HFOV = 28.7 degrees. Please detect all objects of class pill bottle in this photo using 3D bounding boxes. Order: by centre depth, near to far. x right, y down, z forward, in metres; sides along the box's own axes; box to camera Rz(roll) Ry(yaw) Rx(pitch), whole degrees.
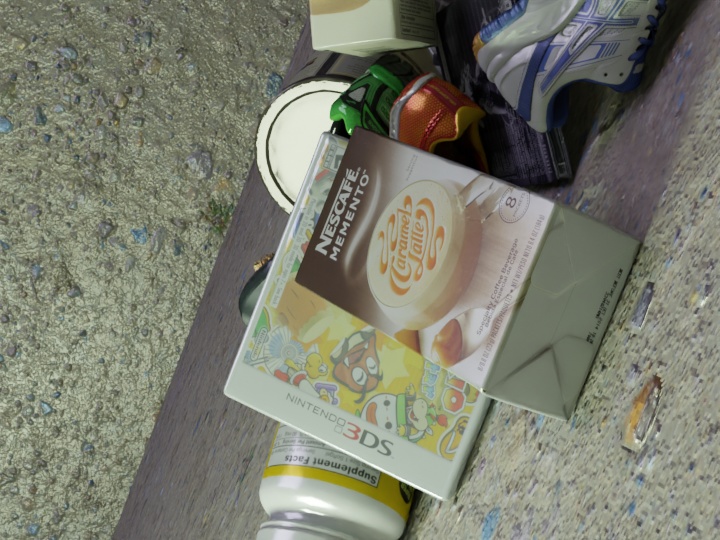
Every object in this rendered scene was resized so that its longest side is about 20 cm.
[{"bbox_3d":[-0.011,0.137,1.044,0.114,0.113,0.202,135,153,-64],"label":"pill bottle"}]

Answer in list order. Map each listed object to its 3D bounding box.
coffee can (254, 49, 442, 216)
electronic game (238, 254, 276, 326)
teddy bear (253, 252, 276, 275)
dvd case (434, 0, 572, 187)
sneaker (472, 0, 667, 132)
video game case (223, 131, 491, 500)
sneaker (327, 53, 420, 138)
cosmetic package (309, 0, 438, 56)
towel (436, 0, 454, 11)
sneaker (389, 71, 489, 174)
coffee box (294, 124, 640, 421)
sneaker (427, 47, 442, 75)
[{"bbox_3d":[0.000,-0.143,1.311,0.147,0.145,0.200,-62,0,31],"label":"coffee can"},{"bbox_3d":[0.000,0.000,1.093,0.042,0.198,0.200,68,151,20],"label":"electronic game"},{"bbox_3d":[-0.052,0.036,1.259,0.146,0.066,0.200,60,146,14],"label":"teddy bear"},{"bbox_3d":[0.100,-0.134,1.045,0.200,0.016,0.150,178,77,-77],"label":"dvd case"},{"bbox_3d":[0.166,-0.163,0.881,0.199,0.089,0.075,-34,-1,39],"label":"sneaker"},{"bbox_3d":[0.018,0.029,0.968,0.202,0.181,0.023,-68,-19,4],"label":"video game case"},{"bbox_3d":[0.000,-0.083,1.151,0.085,0.078,0.201,-34,-34,-26],"label":"sneaker"},{"bbox_3d":[0.005,-0.270,1.073,0.105,0.070,0.202,-10,-84,-67],"label":"cosmetic package"},{"bbox_3d":[0.044,-0.326,1.395,0.086,0.198,0.167,131,159,-62],"label":"towel"},{"bbox_3d":[0.063,-0.066,1.099,0.073,0.077,0.201,-40,-27,-17],"label":"sneaker"},{"bbox_3d":[0.058,-0.004,0.853,0.199,0.079,0.115,26,96,52],"label":"coffee box"},{"bbox_3d":[0.098,-0.176,1.178,0.200,0.079,0.075,-125,59,-75],"label":"sneaker"}]
